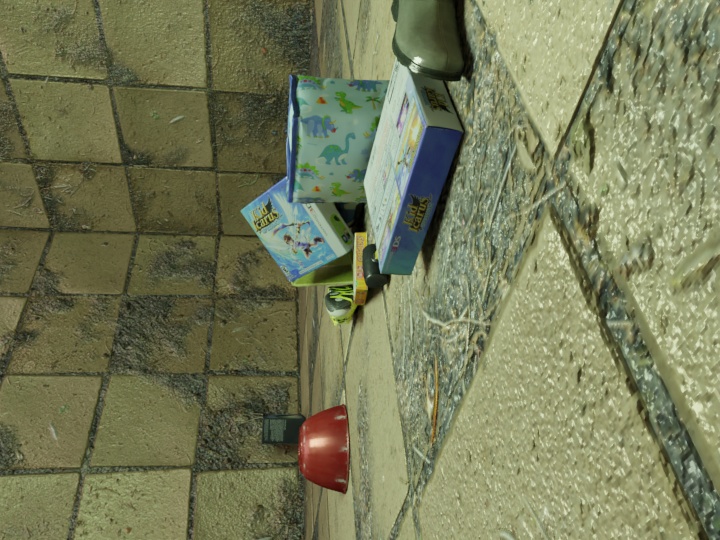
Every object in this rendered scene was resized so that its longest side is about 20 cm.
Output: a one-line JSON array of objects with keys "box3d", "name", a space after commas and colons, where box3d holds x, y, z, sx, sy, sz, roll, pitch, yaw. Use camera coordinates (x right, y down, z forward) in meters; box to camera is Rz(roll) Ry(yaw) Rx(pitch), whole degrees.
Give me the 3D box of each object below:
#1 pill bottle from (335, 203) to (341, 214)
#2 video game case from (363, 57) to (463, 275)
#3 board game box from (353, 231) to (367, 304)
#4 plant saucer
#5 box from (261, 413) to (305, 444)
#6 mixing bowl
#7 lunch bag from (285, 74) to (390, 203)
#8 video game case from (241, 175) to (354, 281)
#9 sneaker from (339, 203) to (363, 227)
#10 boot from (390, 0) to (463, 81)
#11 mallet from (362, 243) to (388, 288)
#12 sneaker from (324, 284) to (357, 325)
[{"box3d": [-0.068, -0.146, 1.320, 0.112, 0.108, 0.204, -102, 8, -57], "name": "pill bottle"}, {"box3d": [0.054, -0.130, 0.726, 0.184, 0.044, 0.203, -97, 17, -46], "name": "video game case"}, {"box3d": [0.000, 0.000, 1.092, 0.200, 0.029, 0.098, 109, 161, -78], "name": "board game box"}, {"box3d": [-0.098, -0.068, 1.283, 0.048, 0.196, 0.203, -44, -59, -44], "name": "plant saucer"}, {"box3d": [-0.356, 0.727, 2.796, 0.200, 0.193, 0.126, 138, 135, -77], "name": "box"}, {"box3d": [-0.090, 0.417, 1.426, 0.200, 0.106, 0.206, -178, 90, -82], "name": "mixing bowl"}, {"box3d": [-0.027, -0.179, 0.909, 0.202, 0.166, 0.129, 99, 168, -49], "name": "lunch bag"}, {"box3d": [-0.126, -0.088, 1.213, 0.198, 0.045, 0.183, -25, 103, 44], "name": "video game case"}, {"box3d": [-0.029, -0.174, 1.215, 0.077, 0.075, 0.203, -101, 13, -49], "name": "sneaker"}, {"box3d": [0.075, -0.294, 0.616, 0.132, 0.066, 0.203, 109, 160, -45], "name": "boot"}, {"box3d": [0.039, -0.045, 0.899, 0.201, 0.040, 0.067, 114, 157, -59], "name": "mallet"}, {"box3d": [-0.034, 0.078, 1.267, 0.200, 0.073, 0.078, -77, -18, -84], "name": "sneaker"}]
